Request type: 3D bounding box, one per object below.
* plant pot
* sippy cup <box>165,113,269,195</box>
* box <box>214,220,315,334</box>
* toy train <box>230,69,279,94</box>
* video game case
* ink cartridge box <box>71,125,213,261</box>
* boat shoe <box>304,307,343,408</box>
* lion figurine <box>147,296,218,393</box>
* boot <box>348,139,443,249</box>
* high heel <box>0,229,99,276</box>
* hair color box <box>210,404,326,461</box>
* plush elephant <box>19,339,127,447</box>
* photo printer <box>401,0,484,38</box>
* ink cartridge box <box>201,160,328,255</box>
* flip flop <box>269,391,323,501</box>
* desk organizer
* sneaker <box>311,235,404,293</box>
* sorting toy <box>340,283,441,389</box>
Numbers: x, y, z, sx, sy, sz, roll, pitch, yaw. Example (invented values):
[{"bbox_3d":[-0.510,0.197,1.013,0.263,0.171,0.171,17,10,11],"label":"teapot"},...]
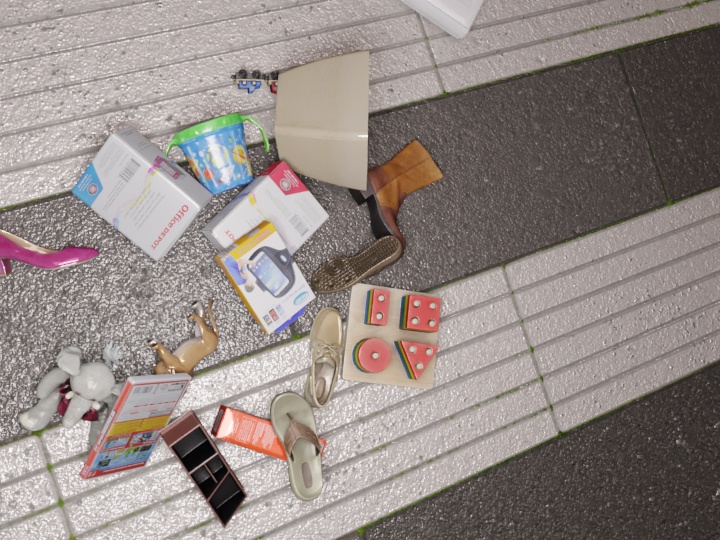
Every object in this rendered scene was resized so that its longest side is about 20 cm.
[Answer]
[{"bbox_3d":[-0.072,-0.290,1.368,0.176,0.200,0.201,1,67,-1],"label":"plant pot"},{"bbox_3d":[-0.271,-0.217,1.344,0.177,0.140,0.131,-16,101,23],"label":"sippy cup"},{"bbox_3d":[-0.170,0.023,1.309,0.119,0.041,0.201,-39,115,-20],"label":"box"},{"bbox_3d":[-0.167,-0.385,1.443,0.199,0.034,0.046,-2,96,-19],"label":"toy train"},{"bbox_3d":[-0.386,0.267,1.211,0.017,0.143,0.201,33,100,26],"label":"video game case"},{"bbox_3d":[-0.394,-0.139,1.282,0.200,0.085,0.145,41,110,-8],"label":"ink cartridge box"},{"bbox_3d":[-0.067,0.172,1.387,0.072,0.065,0.201,13,80,-16],"label":"boat shoe"},{"bbox_3d":[-0.319,0.152,1.308,0.200,0.072,0.123,-41,114,-24],"label":"lion figurine"},{"bbox_3d":[0.096,-0.156,1.495,0.200,0.068,0.189,-34,86,-26],"label":"boot"},{"bbox_3d":[-0.576,-0.047,1.254,0.199,0.067,0.097,-8,96,-5],"label":"high heel"},{"bbox_3d":[-0.174,0.313,1.318,0.199,0.101,0.062,21,77,-13],"label":"hair color box"},{"bbox_3d":[-0.471,0.213,1.207,0.164,0.155,0.201,29,76,-12],"label":"plush elephant"},{"bbox_3d":[0.182,-0.638,1.564,0.199,0.069,0.167,29,76,-12],"label":"photo printer"},{"bbox_3d":[-0.184,-0.091,1.358,0.200,0.086,0.148,-46,113,-16],"label":"ink cartridge box"},{"bbox_3d":[-0.108,0.314,1.255,0.081,0.058,0.201,-11,86,-19],"label":"flip flop"},{"bbox_3d":[-0.276,0.358,1.265,0.072,0.077,0.201,-34,110,-18],"label":"desk organizer"},{"bbox_3d":[0.000,0.000,1.425,0.199,0.076,0.071,-25,67,7],"label":"sneaker"},{"bbox_3d":[0.073,0.135,1.434,0.199,0.070,0.200,9,81,-17],"label":"sorting toy"}]
